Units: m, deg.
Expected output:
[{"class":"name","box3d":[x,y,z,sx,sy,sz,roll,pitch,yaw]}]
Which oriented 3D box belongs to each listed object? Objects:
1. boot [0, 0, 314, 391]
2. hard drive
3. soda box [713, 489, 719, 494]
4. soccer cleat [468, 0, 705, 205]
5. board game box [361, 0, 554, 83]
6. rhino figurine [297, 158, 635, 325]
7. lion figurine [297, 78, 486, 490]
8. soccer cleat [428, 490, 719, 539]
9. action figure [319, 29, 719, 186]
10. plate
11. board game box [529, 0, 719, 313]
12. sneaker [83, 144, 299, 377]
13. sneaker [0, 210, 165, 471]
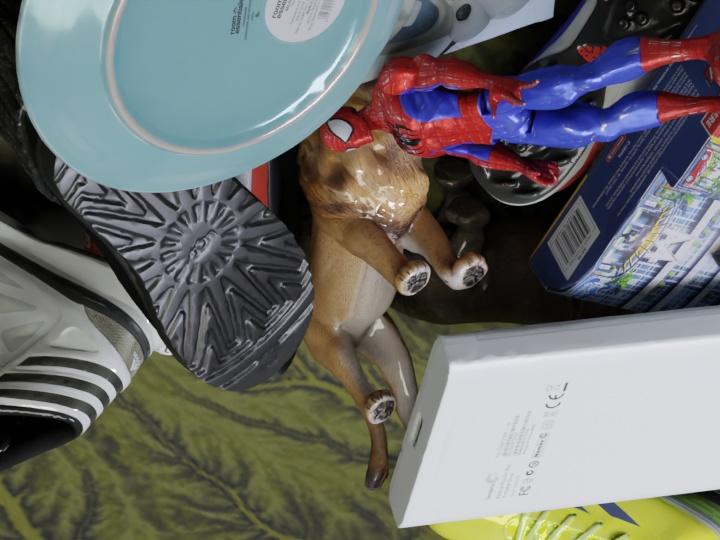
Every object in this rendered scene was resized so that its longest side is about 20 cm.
[{"class":"boot","box3d":[-0.115,-0.047,1.429,0.079,0.158,0.211,-41,131,-9]},{"class":"hard drive","box3d":[0.122,0.070,1.461,0.200,0.026,0.132,-6,142,-18]},{"class":"soda box","box3d":[0.263,0.047,1.554,0.063,0.071,0.200,31,125,-22]},{"class":"soccer cleat","box3d":[0.133,-0.112,1.445,0.068,0.073,0.200,45,106,7]},{"class":"board game box","box3d":[0.004,-0.176,1.338,0.199,0.043,0.200,-21,135,-27]},{"class":"rhino figurine","box3d":[0.054,-0.008,1.529,0.200,0.060,0.088,2,128,9]},{"class":"lion figurine","box3d":[0.000,0.000,1.467,0.072,0.122,0.200,-12,134,-36]},{"class":"soccer cleat","box3d":[0.132,0.147,1.636,0.200,0.084,0.065,10,130,-5]},{"class":"action figure","box3d":[0.074,-0.072,1.352,0.200,0.052,0.065,-3,140,24]},{"class":"plate","box3d":[-0.055,-0.113,1.290,0.200,0.026,0.200,-21,134,-23]},{"class":"board game box","box3d":[0.218,-0.041,1.445,0.200,0.062,0.200,12,125,-32]},{"class":"sneaker","box3d":[-0.086,-0.042,1.503,0.108,0.067,0.202,9,120,14]},{"class":"sneaker","box3d":[-0.204,0.030,1.494,0.200,0.115,0.076,19,146,30]}]
